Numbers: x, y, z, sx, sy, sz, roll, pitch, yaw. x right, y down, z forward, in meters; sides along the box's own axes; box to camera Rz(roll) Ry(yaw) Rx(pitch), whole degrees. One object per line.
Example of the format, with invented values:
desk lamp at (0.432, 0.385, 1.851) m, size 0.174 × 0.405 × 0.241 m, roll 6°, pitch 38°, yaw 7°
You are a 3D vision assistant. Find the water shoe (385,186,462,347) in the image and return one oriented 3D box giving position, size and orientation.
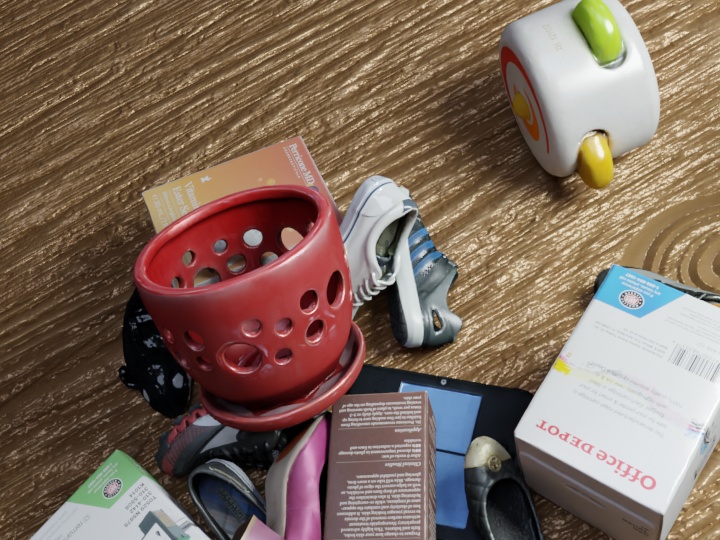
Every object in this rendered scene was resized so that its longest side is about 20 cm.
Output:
water shoe at (0.069, -0.002, 1.113) m, size 0.078 × 0.072 × 0.202 m, roll 3°, pitch 60°, yaw -12°

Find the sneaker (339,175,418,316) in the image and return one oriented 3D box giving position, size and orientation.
sneaker at (0.000, 0.000, 1.063) m, size 0.071 × 0.073 × 0.201 m, roll 38°, pitch 116°, yaw 38°

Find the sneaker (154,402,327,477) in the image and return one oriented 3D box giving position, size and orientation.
sneaker at (-0.120, 0.175, 1.039) m, size 0.199 × 0.071 × 0.098 m, roll -26°, pitch 54°, yaw -4°

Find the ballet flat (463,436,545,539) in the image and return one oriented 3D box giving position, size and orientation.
ballet flat at (0.147, 0.248, 0.909) m, size 0.066 × 0.057 × 0.202 m, roll -12°, pitch 71°, yaw -19°

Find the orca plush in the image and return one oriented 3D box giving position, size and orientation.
orca plush at (-0.237, 0.066, 1.135) m, size 0.104 × 0.071 × 0.202 m, roll -8°, pitch 58°, yaw 9°

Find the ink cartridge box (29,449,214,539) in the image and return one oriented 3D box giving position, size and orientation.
ink cartridge box at (-0.217, 0.302, 0.979) m, size 0.199 × 0.085 × 0.146 m, roll 35°, pitch 73°, yaw 30°

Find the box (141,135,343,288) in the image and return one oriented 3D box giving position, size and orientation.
box at (-0.128, -0.039, 1.134) m, size 0.198 × 0.107 × 0.153 m, roll -22°, pitch 56°, yaw -9°

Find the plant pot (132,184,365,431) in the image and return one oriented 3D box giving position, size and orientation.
plant pot at (-0.099, 0.039, 0.969) m, size 0.199 × 0.184 × 0.201 m, roll -13°, pitch 31°, yaw 8°

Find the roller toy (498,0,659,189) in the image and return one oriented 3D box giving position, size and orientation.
roller toy at (0.238, -0.205, 1.114) m, size 0.139 × 0.201 × 0.183 m, roll -22°, pitch 21°, yaw 0°

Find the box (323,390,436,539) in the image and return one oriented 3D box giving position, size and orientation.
box at (0.021, 0.221, 0.940) m, size 0.099 × 0.075 × 0.201 m, roll -4°, pitch 55°, yaw 11°

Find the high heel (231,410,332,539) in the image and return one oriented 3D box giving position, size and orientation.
high heel at (-0.049, 0.226, 0.942) m, size 0.096 × 0.067 × 0.200 m, roll 41°, pitch 46°, yaw -8°

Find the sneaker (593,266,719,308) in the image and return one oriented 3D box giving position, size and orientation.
sneaker at (0.331, 0.041, 1.001) m, size 0.199 × 0.080 × 0.074 m, roll 27°, pitch 71°, yaw 28°

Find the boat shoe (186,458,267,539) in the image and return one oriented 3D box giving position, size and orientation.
boat shoe at (-0.097, 0.263, 0.959) m, size 0.070 × 0.066 × 0.200 m, roll -43°, pitch 73°, yaw 6°

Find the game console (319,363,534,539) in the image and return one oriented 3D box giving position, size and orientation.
game console at (0.067, 0.187, 1.009) m, size 0.198 × 0.031 × 0.178 m, roll 8°, pitch 62°, yaw 18°

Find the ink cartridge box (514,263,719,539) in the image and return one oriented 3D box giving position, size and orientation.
ink cartridge box at (0.256, 0.133, 0.924) m, size 0.146 × 0.145 × 0.201 m, roll 26°, pitch 69°, yaw 27°
